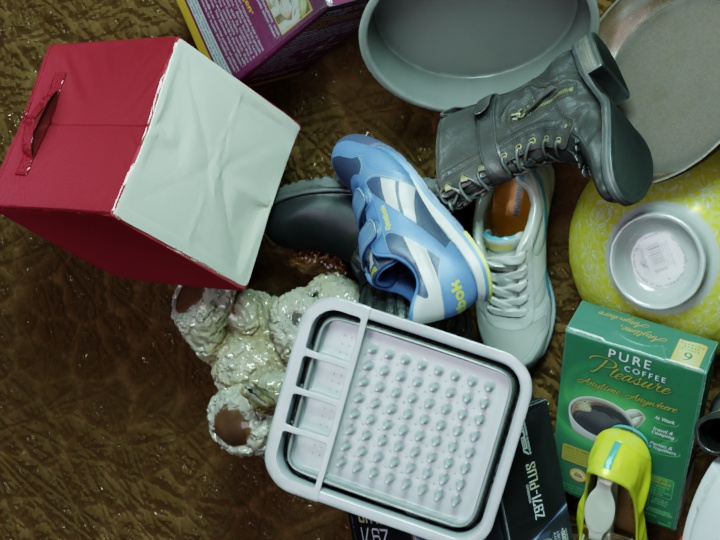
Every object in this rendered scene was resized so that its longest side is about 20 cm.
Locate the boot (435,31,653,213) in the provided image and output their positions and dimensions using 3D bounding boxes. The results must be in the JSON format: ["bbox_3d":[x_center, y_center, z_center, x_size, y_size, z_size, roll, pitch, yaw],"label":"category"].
[{"bbox_3d":[0.140,-0.093,1.173,0.174,0.200,0.069,-29,129,23],"label":"boot"}]

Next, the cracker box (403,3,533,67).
[{"bbox_3d":[0.066,-0.295,1.271,0.134,0.058,0.200,-20,90,26],"label":"cracker box"}]

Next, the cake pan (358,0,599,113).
[{"bbox_3d":[0.098,-0.208,1.199,0.200,0.200,0.037,-21,51,26],"label":"cake pan"}]

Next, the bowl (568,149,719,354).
[{"bbox_3d":[0.259,-0.015,1.197,0.200,0.108,0.201,4,99,25],"label":"bowl"}]

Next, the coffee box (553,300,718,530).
[{"bbox_3d":[0.229,0.126,1.221,0.123,0.044,0.200,17,134,22],"label":"coffee box"}]

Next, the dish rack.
[{"bbox_3d":[0.033,0.123,1.185,0.200,0.044,0.172,18,99,12],"label":"dish rack"}]

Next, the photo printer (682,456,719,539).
[{"bbox_3d":[0.358,0.223,1.153,0.200,0.069,0.167,-1,115,-4],"label":"photo printer"}]

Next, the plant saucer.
[{"bbox_3d":[0.253,-0.157,1.172,0.200,0.032,0.201,-25,53,39],"label":"plant saucer"}]

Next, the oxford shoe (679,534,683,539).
[{"bbox_3d":[0.354,0.205,1.222,0.072,0.071,0.200,35,107,-20],"label":"oxford shoe"}]

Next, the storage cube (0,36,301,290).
[{"bbox_3d":[-0.190,-0.095,1.296,0.180,0.200,0.171,5,71,42],"label":"storage cube"}]

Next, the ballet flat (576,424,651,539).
[{"bbox_3d":[0.212,0.219,1.231,0.067,0.067,0.200,15,134,22],"label":"ballet flat"}]

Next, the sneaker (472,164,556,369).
[{"bbox_3d":[0.130,-0.006,1.274,0.076,0.081,0.200,3,100,23],"label":"sneaker"}]

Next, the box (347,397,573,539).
[{"bbox_3d":[0.081,0.204,1.293,0.200,0.086,0.164,-6,96,47],"label":"box"}]

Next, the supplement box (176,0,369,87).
[{"bbox_3d":[-0.068,-0.259,1.277,0.200,0.103,0.131,-26,86,52],"label":"supplement box"}]

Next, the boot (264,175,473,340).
[{"bbox_3d":[0.000,-0.001,1.288,0.211,0.079,0.158,-2,65,17],"label":"boot"}]

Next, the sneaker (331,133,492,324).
[{"bbox_3d":[0.026,-0.036,1.215,0.082,0.074,0.200,-33,62,-13],"label":"sneaker"}]

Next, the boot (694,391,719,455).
[{"bbox_3d":[0.364,0.093,1.141,0.200,0.131,0.068,-31,82,14],"label":"boot"}]

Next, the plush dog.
[{"bbox_3d":[-0.059,0.074,1.354,0.172,0.160,0.200,-29,61,12],"label":"plush dog"}]

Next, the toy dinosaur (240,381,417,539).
[{"bbox_3d":[-0.006,0.139,1.255,0.200,0.058,0.101,37,100,-2],"label":"toy dinosaur"}]
